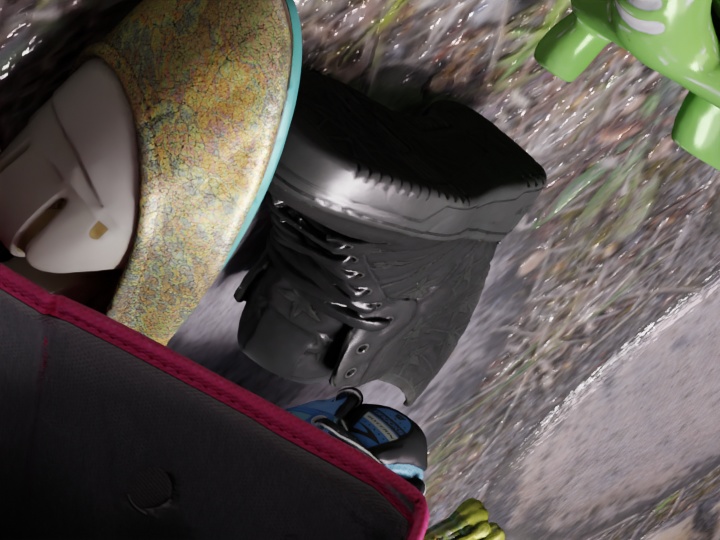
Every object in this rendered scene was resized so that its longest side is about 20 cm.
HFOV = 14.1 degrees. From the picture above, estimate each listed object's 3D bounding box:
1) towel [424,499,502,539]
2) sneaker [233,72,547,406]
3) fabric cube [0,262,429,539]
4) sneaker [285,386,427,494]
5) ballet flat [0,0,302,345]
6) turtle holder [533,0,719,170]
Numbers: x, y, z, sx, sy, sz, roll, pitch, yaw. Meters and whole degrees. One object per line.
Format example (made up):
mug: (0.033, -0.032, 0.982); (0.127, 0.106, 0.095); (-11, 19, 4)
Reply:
towel: (-0.033, 0.154, 1.007); (0.200, 0.018, 0.086); (-36, 160, -12)
sneaker: (-0.002, -0.002, 0.912); (0.104, 0.060, 0.200); (-51, 162, 16)
fabric cube: (-0.124, 0.123, 0.671); (0.196, 0.200, 0.199); (-57, 171, -31)
sneaker: (-0.025, 0.064, 0.982); (0.090, 0.078, 0.200); (-28, 170, 3)
ballet flat: (-0.077, -0.004, 0.772); (0.071, 0.071, 0.200); (-23, 155, -41)
turtle holder: (0.132, -0.092, 0.891); (0.185, 0.141, 0.132); (29, 98, -28)
